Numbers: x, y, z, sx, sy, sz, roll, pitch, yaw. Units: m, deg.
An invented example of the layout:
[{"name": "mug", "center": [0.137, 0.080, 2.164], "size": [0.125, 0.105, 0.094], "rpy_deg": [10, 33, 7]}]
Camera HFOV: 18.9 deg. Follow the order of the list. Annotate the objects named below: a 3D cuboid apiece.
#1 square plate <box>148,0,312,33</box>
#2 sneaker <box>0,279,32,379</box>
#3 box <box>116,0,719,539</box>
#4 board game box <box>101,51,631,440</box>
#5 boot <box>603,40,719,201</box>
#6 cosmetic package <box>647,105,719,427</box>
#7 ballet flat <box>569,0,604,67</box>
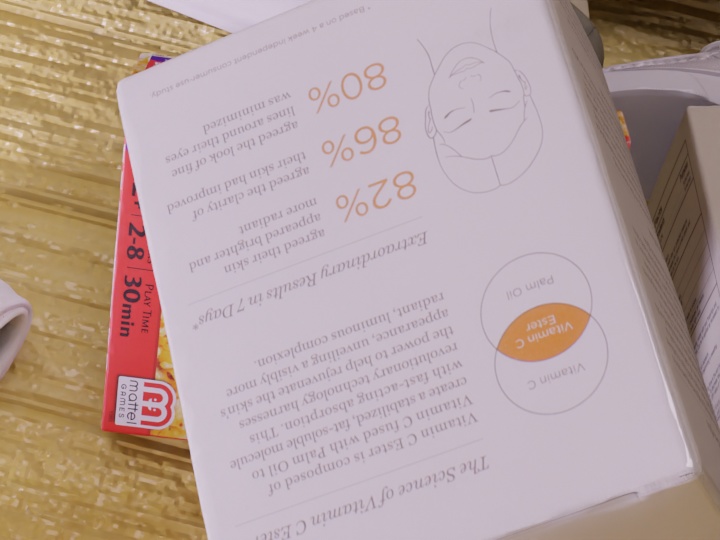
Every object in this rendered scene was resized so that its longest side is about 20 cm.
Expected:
[{"name": "square plate", "center": [-0.058, -0.119, 0.943], "size": [0.199, 0.198, 0.029], "rpy_deg": [22, 94, 8]}, {"name": "sneaker", "center": [-0.226, 0.050, 0.873], "size": [0.115, 0.074, 0.200], "rpy_deg": [37, 62, 20]}, {"name": "box", "center": [0.023, 0.015, 0.707], "size": [0.151, 0.106, 0.201], "rpy_deg": [-20, 63, 12]}, {"name": "board game box", "center": [0.000, 0.000, 0.882], "size": [0.198, 0.153, 0.046], "rpy_deg": [6, 20, -1]}, {"name": "boot", "center": [0.183, -0.086, 1.002], "size": [0.198, 0.074, 0.096], "rpy_deg": [5, 48, -7]}, {"name": "cosmetic package", "center": [0.175, 0.041, 0.897], "size": [0.073, 0.104, 0.201], "rpy_deg": [-2, 60, -7]}, {"name": "ballet flat", "center": [0.055, -0.112, 0.878], "size": [0.064, 0.067, 0.200], "rpy_deg": [-37, 26, 7]}]
